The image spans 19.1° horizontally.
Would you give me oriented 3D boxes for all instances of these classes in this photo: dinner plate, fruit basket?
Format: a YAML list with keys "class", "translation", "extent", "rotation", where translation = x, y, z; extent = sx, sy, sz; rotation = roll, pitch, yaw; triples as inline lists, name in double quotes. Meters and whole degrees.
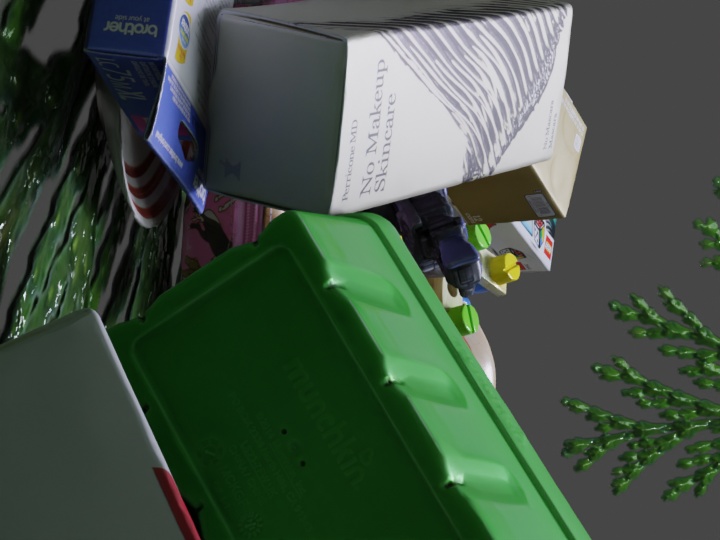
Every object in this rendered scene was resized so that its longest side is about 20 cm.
- class: "dinner plate"
  translation: [-0.095, -0.120, 0.991]
  extent: [0.200, 0.024, 0.201]
  rotation: [6, 90, -82]
- class: "fruit basket"
  translation: [-0.006, 0.095, 0.853]
  extent: [0.216, 0.155, 0.216]
  rotation: [56, 5, -7]

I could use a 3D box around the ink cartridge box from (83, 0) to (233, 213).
- class: "ink cartridge box"
  translation: [-0.076, -0.134, 0.884]
  extent: [0.119, 0.042, 0.201]
  rotation: [67, 27, -77]

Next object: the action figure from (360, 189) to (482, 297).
- class: "action figure"
  translation: [0.000, 0.000, 1.082]
  extent: [0.200, 0.104, 0.194]
  rotation: [-122, -155, -73]

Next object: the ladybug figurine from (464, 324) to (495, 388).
- class: "ladybug figurine"
  translation: [0.001, 0.060, 1.374]
  extent: [0.072, 0.200, 0.136]
  rotation: [-1, 101, -47]

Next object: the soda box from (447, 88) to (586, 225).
- class: "soda box"
  translation: [0.054, -0.110, 1.161]
  extent: [0.200, 0.064, 0.068]
  rotation: [53, 44, -45]

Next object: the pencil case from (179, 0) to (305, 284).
- class: "pencil case"
  translation: [-0.048, -0.064, 1.014]
  extent: [0.086, 0.083, 0.201]
  rotation: [-8, 109, -46]

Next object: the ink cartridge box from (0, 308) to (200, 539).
- class: "ink cartridge box"
  translation: [-0.090, 0.130, 0.761]
  extent: [0.200, 0.084, 0.144]
  rotation: [82, -18, -61]

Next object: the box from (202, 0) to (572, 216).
- class: "box"
  translation: [0.017, -0.080, 0.950]
  extent: [0.200, 0.068, 0.082]
  rotation: [-20, 120, -55]

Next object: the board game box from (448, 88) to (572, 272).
- class: "board game box"
  translation: [0.078, -0.097, 1.316]
  extent: [0.200, 0.035, 0.127]
  rotation: [47, 47, -55]

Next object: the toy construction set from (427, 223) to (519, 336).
- class: "toy construction set"
  translation: [0.005, -0.026, 1.248]
  extent: [0.092, 0.200, 0.131]
  rotation: [-34, -162, 41]
